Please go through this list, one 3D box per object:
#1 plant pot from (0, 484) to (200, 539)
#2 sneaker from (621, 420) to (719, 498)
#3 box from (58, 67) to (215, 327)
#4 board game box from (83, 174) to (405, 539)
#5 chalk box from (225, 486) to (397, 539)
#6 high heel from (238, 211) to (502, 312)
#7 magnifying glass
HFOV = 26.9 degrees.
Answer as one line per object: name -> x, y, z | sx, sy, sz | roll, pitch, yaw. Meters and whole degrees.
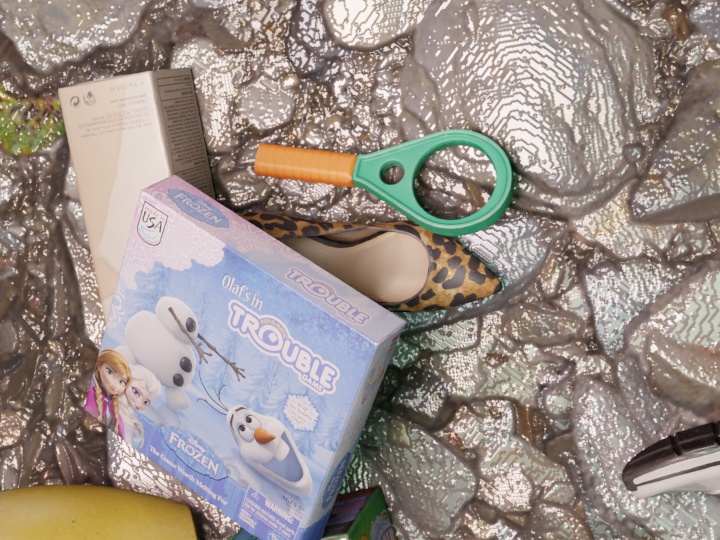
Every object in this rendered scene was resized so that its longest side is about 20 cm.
plant pot -> -0.187, 0.248, 1.158 | 0.141, 0.200, 0.201 | -15, 96, -7
sneaker -> 0.297, 0.164, 1.087 | 0.199, 0.076, 0.116 | -16, 94, 11
box -> -0.159, -0.048, 1.141 | 0.077, 0.095, 0.201 | -8, 96, 14
board game box -> -0.088, 0.069, 1.039 | 0.199, 0.043, 0.200 | 32, 123, 19
chalk box -> -0.036, 0.246, 1.147 | 0.124, 0.124, 0.201 | -15, 94, 15
high heel -> 0.000, 0.000, 1.088 | 0.199, 0.143, 0.072 | 13, 100, 9
magnifying glass -> 0.017, -0.073, 1.126 | 0.199, 0.022, 0.080 | 7, 73, 18
